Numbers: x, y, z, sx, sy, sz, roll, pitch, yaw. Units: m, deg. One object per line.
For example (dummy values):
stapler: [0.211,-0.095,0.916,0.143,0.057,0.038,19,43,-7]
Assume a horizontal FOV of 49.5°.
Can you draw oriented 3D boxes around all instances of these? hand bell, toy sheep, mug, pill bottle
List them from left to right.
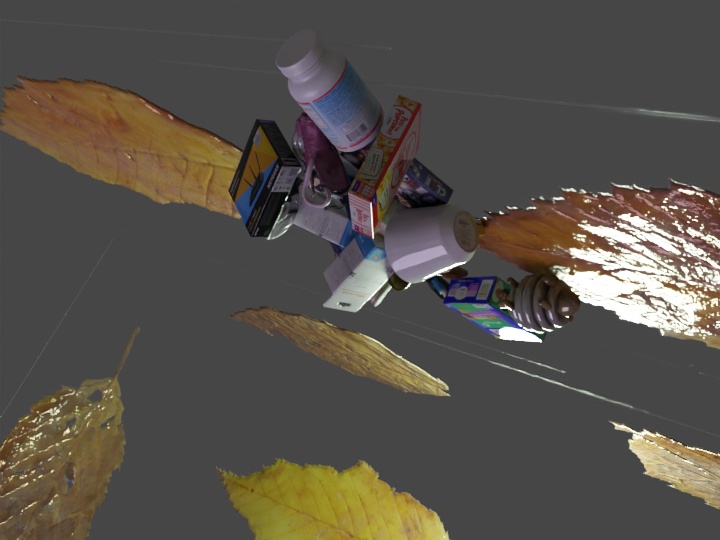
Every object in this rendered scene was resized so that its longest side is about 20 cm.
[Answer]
pill bottle: [-0.051,-0.300,1.304,0.108,0.110,0.200,12,156,42]
hand bell: [0.169,-0.001,1.810,0.198,0.106,0.104,3,178,-34]
mug: [0.159,-0.074,1.551,0.152,0.187,0.150,-14,121,45]
toy sheep: [0.374,0.067,1.651,0.199,0.139,0.138,3,150,46]

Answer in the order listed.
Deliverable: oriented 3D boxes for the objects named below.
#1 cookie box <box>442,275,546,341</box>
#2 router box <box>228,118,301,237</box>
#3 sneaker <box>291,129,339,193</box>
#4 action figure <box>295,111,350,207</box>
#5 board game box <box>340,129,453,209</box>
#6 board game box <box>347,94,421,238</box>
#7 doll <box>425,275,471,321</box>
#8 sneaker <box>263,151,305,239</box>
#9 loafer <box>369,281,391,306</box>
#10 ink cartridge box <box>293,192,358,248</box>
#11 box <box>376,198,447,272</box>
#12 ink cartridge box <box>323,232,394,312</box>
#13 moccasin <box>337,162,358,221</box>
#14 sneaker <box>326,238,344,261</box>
cookie box: [0.327,0.093,1.867,0.199,0.076,0.170,31,163,-27]
router box: [-0.207,-0.193,1.652,0.051,0.201,0.150,-3,-132,-36]
sneaker: [-0.076,-0.220,1.632,0.079,0.074,0.200,17,160,25]
action figure: [-0.088,-0.237,1.474,0.133,0.149,0.202,4,119,34]
board game box: [0.071,-0.194,1.541,0.199,0.035,0.135,36,161,-23]
board game box: [0.043,-0.177,1.352,0.046,0.202,0.152,23,163,11]
doll: [0.212,0.047,1.964,0.199,0.049,0.137,38,-175,-16]
sneaker: [-0.200,-0.179,1.761,0.079,0.202,0.129,7,-167,-43]
loafer: [0.047,0.037,2.042,0.063,0.072,0.200,35,-159,4]
ink cartridge box: [-0.076,-0.122,1.810,0.198,0.067,0.116,26,-164,9]
box: [0.118,-0.084,1.680,0.199,0.096,0.078,36,160,-18]
ink cartridge box: [0.000,0.000,1.746,0.115,0.200,0.067,13,-140,-44]
moccasin: [-0.023,-0.160,1.570,0.080,0.069,0.201,23,-158,-12]
sneaker: [-0.040,-0.022,2.011,0.075,0.078,0.201,18,-147,-52]
